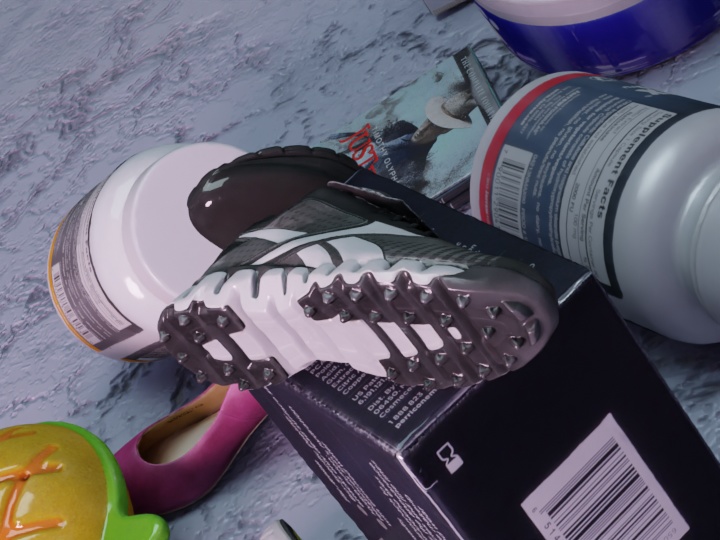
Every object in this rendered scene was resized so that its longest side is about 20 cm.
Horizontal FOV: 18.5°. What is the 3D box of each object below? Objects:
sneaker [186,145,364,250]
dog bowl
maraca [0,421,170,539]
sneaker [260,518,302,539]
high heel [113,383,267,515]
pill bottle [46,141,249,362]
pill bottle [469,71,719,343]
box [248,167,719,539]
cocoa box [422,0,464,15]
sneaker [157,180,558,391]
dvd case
[{"bbox_3d":[0.000,0.000,1.181,0.076,0.200,0.091,-51,29,38],"label":"sneaker"},{"bbox_3d":[0.156,-0.219,1.377,0.200,0.079,0.200,-17,48,20],"label":"dog bowl"},{"bbox_3d":[-0.175,0.157,1.223,0.200,0.107,0.137,31,87,50],"label":"maraca"},{"bbox_3d":[-0.031,0.200,1.065,0.085,0.074,0.200,-42,22,3],"label":"sneaker"},{"bbox_3d":[-0.091,0.072,1.258,0.200,0.096,0.067,-23,34,22],"label":"high heel"},{"bbox_3d":[-0.113,-0.011,1.312,0.116,0.116,0.200,-49,9,-20],"label":"pill bottle"},{"bbox_3d":[0.157,-0.029,1.121,0.120,0.120,0.200,-46,32,-14],"label":"pill bottle"},{"bbox_3d":[0.056,0.078,1.004,0.117,0.197,0.200,-44,31,-12],"label":"box"},{"bbox_3d":[0.056,-0.305,1.513,0.131,0.200,0.133,-25,34,17],"label":"cocoa box"},{"bbox_3d":[0.005,-0.001,0.904,0.200,0.066,0.091,-5,44,45],"label":"sneaker"},{"bbox_3d":[0.004,-0.053,1.403,0.200,0.022,0.146,-31,31,8],"label":"dvd case"}]
